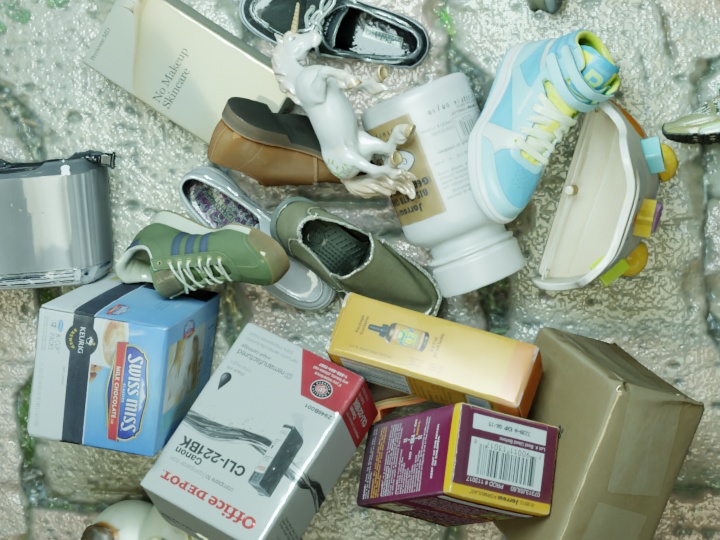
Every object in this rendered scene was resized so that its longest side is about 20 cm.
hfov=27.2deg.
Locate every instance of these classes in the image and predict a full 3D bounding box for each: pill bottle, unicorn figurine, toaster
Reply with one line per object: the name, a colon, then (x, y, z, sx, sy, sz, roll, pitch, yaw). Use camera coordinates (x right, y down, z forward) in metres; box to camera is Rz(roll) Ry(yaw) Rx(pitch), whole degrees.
pill bottle: (0.085, -0.082, 1.458, 0.114, 0.114, 0.201, -21, 94, 11)
unicorn figurine: (-0.022, -0.156, 1.393, 0.137, 0.074, 0.202, -1, 105, 49)
toaster: (-0.333, -0.053, 1.535, 0.198, 0.114, 0.130, -4, 101, 8)

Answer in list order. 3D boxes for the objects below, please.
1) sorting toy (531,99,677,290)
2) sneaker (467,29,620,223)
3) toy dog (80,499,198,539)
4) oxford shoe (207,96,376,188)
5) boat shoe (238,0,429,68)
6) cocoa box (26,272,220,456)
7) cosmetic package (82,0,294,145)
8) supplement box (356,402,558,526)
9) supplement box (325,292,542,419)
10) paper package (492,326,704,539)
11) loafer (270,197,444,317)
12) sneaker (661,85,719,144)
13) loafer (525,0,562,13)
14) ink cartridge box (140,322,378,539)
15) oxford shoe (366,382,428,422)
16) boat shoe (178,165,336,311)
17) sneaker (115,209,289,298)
sorting toy: (0.236, -0.057, 1.403, 0.106, 0.180, 0.201, 17, 100, 7)
sneaker: (0.176, -0.144, 1.389, 0.079, 0.130, 0.201, 30, 62, -31)
toy dog: (-0.191, 0.271, 1.541, 0.199, 0.140, 0.195, -24, 93, 14)
oxford shoe: (-0.065, -0.111, 1.468, 0.199, 0.072, 0.071, 16, 120, -35)
boat shoe: (-0.031, -0.243, 1.479, 0.198, 0.068, 0.074, 20, 100, 7)
cocoa box: (-0.231, 0.090, 1.490, 0.130, 0.200, 0.134, 10, 100, 8)
cosmetic package: (-0.167, -0.201, 1.506, 0.199, 0.073, 0.104, 32, 101, 3)
supplement box: (0.090, 0.191, 1.433, 0.110, 0.200, 0.086, 16, 72, -22)
supplement box: (0.071, 0.086, 1.429, 0.199, 0.069, 0.067, 17, 70, 16)
paper package: (0.214, 0.177, 1.427, 0.103, 0.191, 0.201, 15, 101, -21)
loafer: (0.000, 0.000, 1.475, 0.199, 0.070, 0.076, 30, 91, -16)
sneaker: (0.378, -0.183, 1.427, 0.199, 0.077, 0.089, -22, 81, 6)
loafer: (0.136, -0.335, 1.445, 0.069, 0.075, 0.201, -26, 88, 23)
ink cartridge box: (-0.097, 0.174, 1.452, 0.144, 0.084, 0.201, 23, 68, 24)
oxford shoe: (0.049, 0.099, 1.512, 0.199, 0.071, 0.073, -24, 89, 12)
boat shoe: (-0.107, -0.032, 1.520, 0.072, 0.069, 0.200, -42, 89, 12)
sneaker: (-0.165, -0.002, 1.476, 0.199, 0.090, 0.067, 14, 138, 43)
